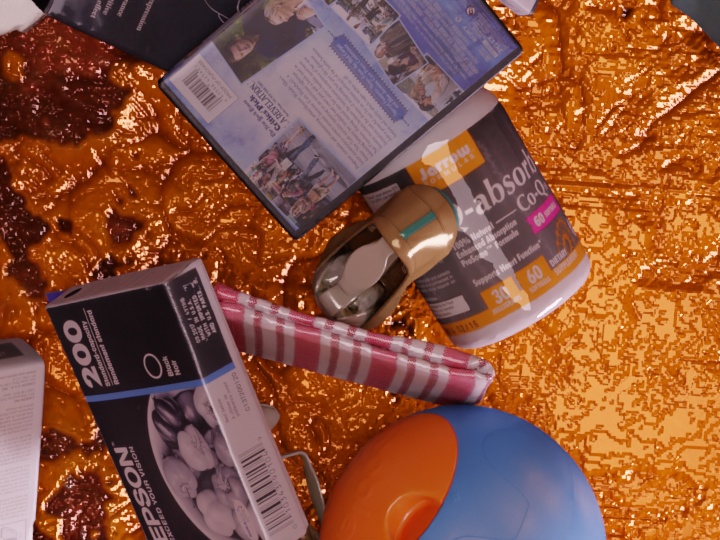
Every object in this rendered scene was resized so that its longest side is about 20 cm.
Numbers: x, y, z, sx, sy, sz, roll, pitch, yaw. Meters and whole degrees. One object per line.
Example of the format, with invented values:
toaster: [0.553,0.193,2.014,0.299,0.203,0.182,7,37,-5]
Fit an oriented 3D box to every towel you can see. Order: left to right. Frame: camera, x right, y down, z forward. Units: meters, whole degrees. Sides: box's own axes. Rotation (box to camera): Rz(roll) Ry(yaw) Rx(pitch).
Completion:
towel: [-0.007,0.052,1.488,0.199,0.146,0.030,15,80,0]

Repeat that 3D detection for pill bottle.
pill bottle: [0.065,-0.056,1.500,0.116,0.116,0.201,-31,100,2]

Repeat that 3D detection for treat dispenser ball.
treat dispenser ball: [0.070,0.194,1.496,0.199,0.201,0.202,-1,99,-3]

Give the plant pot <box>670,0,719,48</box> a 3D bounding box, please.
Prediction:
plant pot: [0.320,-0.194,1.466,0.187,0.200,0.201,30,96,8]

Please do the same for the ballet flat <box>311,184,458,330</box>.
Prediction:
ballet flat: [0.000,0.000,1.471,0.063,0.200,0.069,-36,83,-32]

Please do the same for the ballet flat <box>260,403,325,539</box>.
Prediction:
ballet flat: [-0.074,0.143,1.554,0.072,0.068,0.201,-37,100,-18]

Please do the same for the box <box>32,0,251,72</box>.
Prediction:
box: [-0.100,-0.204,1.453,0.199,0.107,0.149,24,96,-19]

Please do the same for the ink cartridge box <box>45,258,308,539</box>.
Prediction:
ink cartridge box: [-0.141,0.100,1.481,0.043,0.199,0.199,-29,101,-38]

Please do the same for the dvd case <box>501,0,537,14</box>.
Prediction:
dvd case: [0.073,-0.283,1.445,0.200,0.018,0.143,32,76,-34]

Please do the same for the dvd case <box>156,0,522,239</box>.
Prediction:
dvd case: [-0.013,-0.133,1.410,0.200,0.018,0.143,-39,109,7]

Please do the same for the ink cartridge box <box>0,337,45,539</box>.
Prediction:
ink cartridge box: [-0.306,0.156,1.516,0.162,0.057,0.201,-11,122,-35]

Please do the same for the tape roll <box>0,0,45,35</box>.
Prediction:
tape roll: [-0.277,-0.257,1.488,0.201,0.037,0.204,-1,98,-3]
